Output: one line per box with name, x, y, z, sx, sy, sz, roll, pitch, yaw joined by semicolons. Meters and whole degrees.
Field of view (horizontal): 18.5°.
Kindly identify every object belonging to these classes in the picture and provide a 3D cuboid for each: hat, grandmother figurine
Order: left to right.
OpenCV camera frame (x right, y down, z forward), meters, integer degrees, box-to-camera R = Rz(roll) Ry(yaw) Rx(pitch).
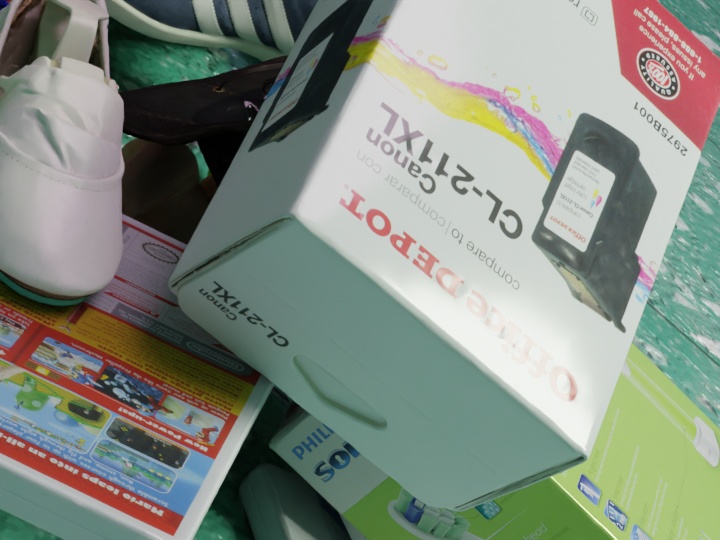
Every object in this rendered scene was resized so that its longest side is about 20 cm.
grandmother figurine;-0.112;-0.012;0.934;0.121;0.061;0.200;17;18;7
hat;-0.019;-0.049;0.969;0.200;0.081;0.201;-3;14;1

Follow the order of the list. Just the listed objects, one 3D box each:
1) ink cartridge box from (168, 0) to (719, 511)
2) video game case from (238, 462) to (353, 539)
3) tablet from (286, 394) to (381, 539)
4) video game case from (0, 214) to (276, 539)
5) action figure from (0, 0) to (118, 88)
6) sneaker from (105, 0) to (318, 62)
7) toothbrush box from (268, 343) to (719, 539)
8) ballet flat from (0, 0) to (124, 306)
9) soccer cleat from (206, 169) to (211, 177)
ink cartridge box;0.040;-0.035;0.820;0.146;0.083;0.200;39;52;-19
video game case;0.051;0.175;0.906;0.200;0.022;0.182;26;26;-36
tablet;0.050;0.100;0.983;0.200;0.014;0.130;12;44;-50
video game case;-0.103;0.025;0.770;0.143;0.017;0.200;26;24;0
action figure;-0.176;-0.118;0.946;0.099;0.065;0.200;28;26;29
sneaker;-0.050;-0.149;1.077;0.200;0.085;0.075;19;46;-18
toothbrush box;0.076;0.084;0.932;0.200;0.086;0.146;45;28;-9
ballet flat;-0.118;-0.063;0.833;0.069;0.069;0.200;32;20;-24
soccer cleat;0.000;0.000;1.072;0.200;0.081;0.067;50;23;20
